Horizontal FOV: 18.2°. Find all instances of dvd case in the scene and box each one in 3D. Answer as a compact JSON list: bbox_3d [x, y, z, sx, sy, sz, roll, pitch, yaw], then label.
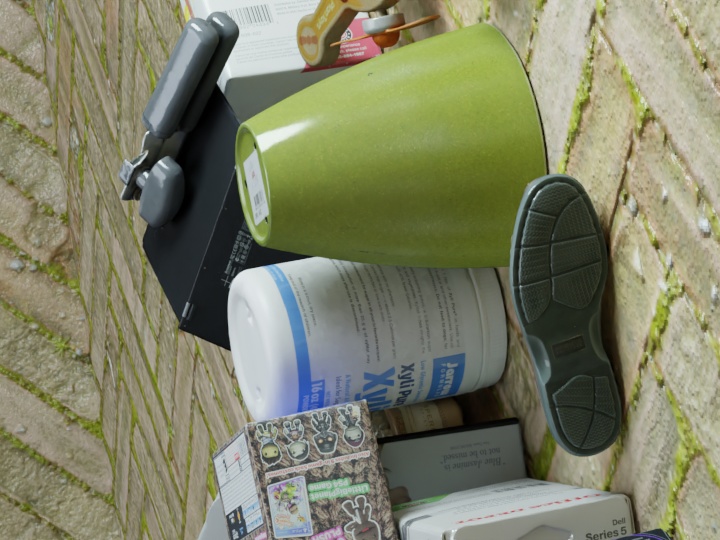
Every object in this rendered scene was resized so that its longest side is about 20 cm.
[{"bbox_3d":[0.070,0.226,1.787,0.018,0.141,0.202,-63,-36,-85],"label":"dvd case"}]

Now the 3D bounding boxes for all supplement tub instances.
[{"bbox_3d":[0.004,0.048,1.800,0.132,0.198,0.133,170,90,-74],"label":"supplement tub"}]

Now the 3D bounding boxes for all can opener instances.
[{"bbox_3d":[-0.146,-0.122,1.898,0.067,0.053,0.201,45,129,19],"label":"can opener"}]

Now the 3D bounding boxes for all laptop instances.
[{"bbox_3d":[-0.087,-0.040,1.915,0.116,0.199,0.188,-61,-7,-63],"label":"laptop"}]

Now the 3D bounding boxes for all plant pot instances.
[{"bbox_3d":[0.013,-0.079,1.694,0.187,0.198,0.189,170,90,-73],"label":"plant pot"}]

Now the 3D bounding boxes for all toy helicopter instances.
[{"bbox_3d":[-0.003,-0.224,1.854,0.133,0.078,0.200,62,148,17],"label":"toy helicopter"}]

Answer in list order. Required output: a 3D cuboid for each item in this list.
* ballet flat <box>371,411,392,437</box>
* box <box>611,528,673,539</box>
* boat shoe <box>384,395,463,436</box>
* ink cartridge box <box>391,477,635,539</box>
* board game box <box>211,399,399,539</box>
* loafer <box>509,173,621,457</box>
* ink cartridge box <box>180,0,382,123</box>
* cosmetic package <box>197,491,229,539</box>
[{"bbox_3d":[0.010,0.102,2.046,0.072,0.071,0.201,-119,26,-47],"label":"ballet flat"},{"bbox_3d":[0.172,0.294,1.517,0.106,0.121,0.201,-129,33,-57],"label":"box"},{"bbox_3d":[0.059,0.136,1.910,0.200,0.064,0.072,90,162,-88],"label":"boat shoe"},{"bbox_3d":[0.102,0.210,1.659,0.200,0.144,0.085,174,87,-74],"label":"ink cartridge box"},{"bbox_3d":[-0.035,0.215,1.694,0.159,0.096,0.202,137,122,-72],"label":"board game box"},{"bbox_3d":[0.137,0.029,1.582,0.063,0.071,0.202,-143,44,-75],"label":"loafer"},{"bbox_3d":[-0.080,-0.239,2.012,0.084,0.144,0.201,108,149,-59],"label":"ink cartridge box"},{"bbox_3d":[-0.063,0.168,1.938,0.102,0.074,0.200,-66,-5,35],"label":"cosmetic package"}]
